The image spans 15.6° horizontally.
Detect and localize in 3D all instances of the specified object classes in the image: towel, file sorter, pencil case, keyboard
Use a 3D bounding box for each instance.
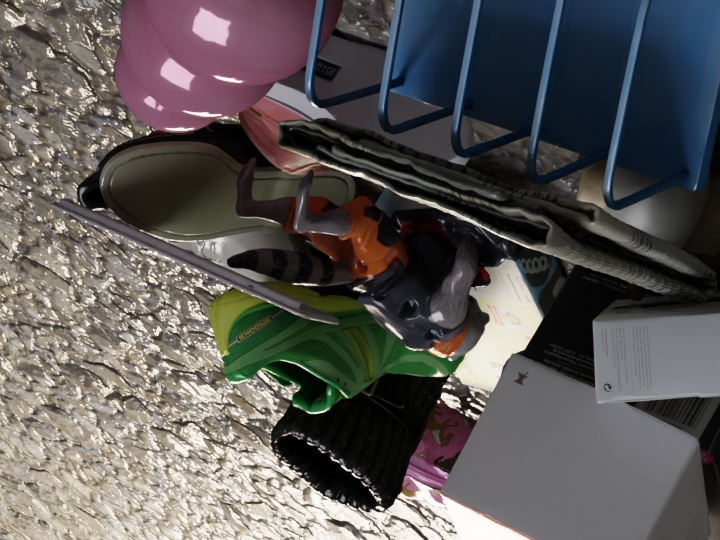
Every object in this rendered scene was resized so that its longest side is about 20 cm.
[{"bbox_3d":[0.078,-0.038,1.436,0.192,0.035,0.200,23,-176,33],"label":"towel"},{"bbox_3d":[0.086,-0.127,1.406,0.199,0.122,0.140,20,112,26],"label":"file sorter"},{"bbox_3d":[0.121,0.168,1.994,0.199,0.083,0.087,22,158,26],"label":"pencil case"},{"bbox_3d":[-0.107,-0.005,1.686,0.199,0.011,0.056,23,178,24],"label":"keyboard"}]

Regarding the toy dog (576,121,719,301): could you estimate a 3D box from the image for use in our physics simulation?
[{"bbox_3d":[0.169,-0.058,1.511,0.131,0.097,0.200,-2,143,22],"label":"toy dog"}]

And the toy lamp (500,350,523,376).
[{"bbox_3d":[0.137,0.121,1.844,0.058,0.058,0.200,19,154,27],"label":"toy lamp"}]

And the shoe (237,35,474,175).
[{"bbox_3d":[-0.006,-0.097,1.702,0.199,0.072,0.091,27,156,26],"label":"shoe"}]

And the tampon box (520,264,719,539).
[{"bbox_3d":[0.203,0.098,1.725,0.149,0.127,0.200,20,152,27],"label":"tampon box"}]

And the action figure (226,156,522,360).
[{"bbox_3d":[0.000,0.000,1.725,0.193,0.105,0.200,33,160,-23],"label":"action figure"}]

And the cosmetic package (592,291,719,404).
[{"bbox_3d":[0.216,0.040,1.517,0.150,0.052,0.200,-2,-178,9],"label":"cosmetic package"}]

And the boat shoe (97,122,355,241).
[{"bbox_3d":[-0.099,-0.068,1.776,0.066,0.198,0.075,49,130,43],"label":"boat shoe"}]

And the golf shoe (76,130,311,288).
[{"bbox_3d":[-0.117,-0.027,1.869,0.200,0.092,0.073,31,137,37],"label":"golf shoe"}]

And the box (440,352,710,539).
[{"bbox_3d":[0.134,0.147,1.587,0.124,0.098,0.200,25,164,18],"label":"box"}]

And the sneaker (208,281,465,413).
[{"bbox_3d":[-0.018,0.059,1.817,0.199,0.084,0.074,8,164,-32],"label":"sneaker"}]

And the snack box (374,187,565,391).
[{"bbox_3d":[0.094,0.021,1.822,0.116,0.037,0.200,15,149,35],"label":"snack box"}]

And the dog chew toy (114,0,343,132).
[{"bbox_3d":[-0.091,-0.152,1.613,0.124,0.125,0.200,37,144,-7],"label":"dog chew toy"}]

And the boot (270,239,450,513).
[{"bbox_3d":[-0.034,0.063,1.905,0.210,0.158,0.080,31,155,5],"label":"boot"}]
